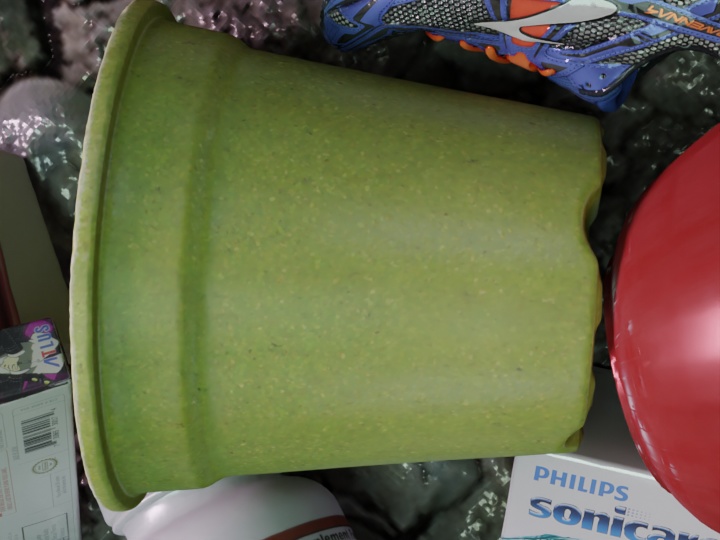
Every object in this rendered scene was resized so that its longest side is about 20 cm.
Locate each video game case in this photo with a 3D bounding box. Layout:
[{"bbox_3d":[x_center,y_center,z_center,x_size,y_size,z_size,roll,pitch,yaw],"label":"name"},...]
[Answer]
[{"bbox_3d":[-0.213,0.098,0.757,0.181,0.036,0.200,-15,155,-14],"label":"video game case"}]

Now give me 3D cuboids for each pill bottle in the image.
[{"bbox_3d":[-0.041,0.165,0.773,0.112,0.112,0.200,-35,73,26],"label":"pill bottle"}]

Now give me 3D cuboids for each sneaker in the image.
[{"bbox_3d":[0.076,-0.097,0.663,0.199,0.075,0.079,-2,105,26],"label":"sneaker"}]

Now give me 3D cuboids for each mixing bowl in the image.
[{"bbox_3d":[0.156,0.025,0.639,0.108,0.200,0.201,-15,109,24],"label":"mixing bowl"}]

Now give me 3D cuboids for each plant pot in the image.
[{"bbox_3d":[0.000,0.000,0.682,0.184,0.200,0.201,4,115,5],"label":"plant pot"}]

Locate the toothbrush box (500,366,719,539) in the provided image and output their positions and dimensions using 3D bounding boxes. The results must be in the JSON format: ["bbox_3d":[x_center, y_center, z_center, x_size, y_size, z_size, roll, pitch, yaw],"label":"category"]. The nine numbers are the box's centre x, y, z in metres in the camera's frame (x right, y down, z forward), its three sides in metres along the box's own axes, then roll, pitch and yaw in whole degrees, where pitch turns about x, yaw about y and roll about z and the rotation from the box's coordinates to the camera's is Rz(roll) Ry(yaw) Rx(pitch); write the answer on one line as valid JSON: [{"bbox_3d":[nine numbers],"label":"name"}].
[{"bbox_3d":[0.131,0.155,0.767,0.146,0.085,0.201,11,117,11],"label":"toothbrush box"}]

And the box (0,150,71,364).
[{"bbox_3d":[-0.238,0.007,0.726,0.128,0.200,0.109,-34,63,26],"label":"box"}]
